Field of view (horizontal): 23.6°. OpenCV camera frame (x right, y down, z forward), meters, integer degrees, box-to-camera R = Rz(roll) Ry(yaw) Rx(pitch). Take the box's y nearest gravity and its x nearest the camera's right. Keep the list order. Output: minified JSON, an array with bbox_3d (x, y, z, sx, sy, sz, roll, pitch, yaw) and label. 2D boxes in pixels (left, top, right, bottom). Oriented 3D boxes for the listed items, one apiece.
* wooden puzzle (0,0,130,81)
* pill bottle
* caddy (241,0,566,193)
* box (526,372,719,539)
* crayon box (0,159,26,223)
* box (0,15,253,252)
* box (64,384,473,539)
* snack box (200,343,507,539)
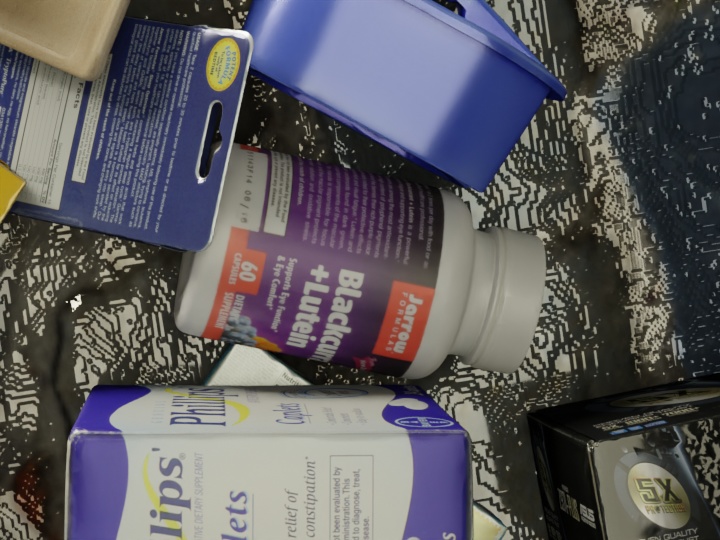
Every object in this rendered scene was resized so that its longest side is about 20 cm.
[{"bbox_3d":[-0.179,-0.219,0.962,0.199,0.037,0.187,24,93,28],"label":"wooden puzzle"},{"bbox_3d":[0.000,0.000,0.988,0.198,0.111,0.113,12,90,-10],"label":"pill bottle"},{"bbox_3d":[0.020,-0.128,0.977,0.199,0.141,0.106,28,93,-6],"label":"caddy"},{"bbox_3d":[0.212,0.111,0.989,0.198,0.164,0.087,-11,92,-5],"label":"box"},{"bbox_3d":[-0.288,-0.045,0.962,0.199,0.051,0.128,34,87,13],"label":"crayon box"},{"bbox_3d":[-0.142,-0.081,0.959,0.198,0.032,0.123,13,90,33],"label":"box"},{"bbox_3d":[-0.052,0.122,0.913,0.197,0.184,0.106,0,93,-6],"label":"box"},{"bbox_3d":[-0.025,0.141,1.027,0.199,0.037,0.117,37,88,-5],"label":"snack box"}]
